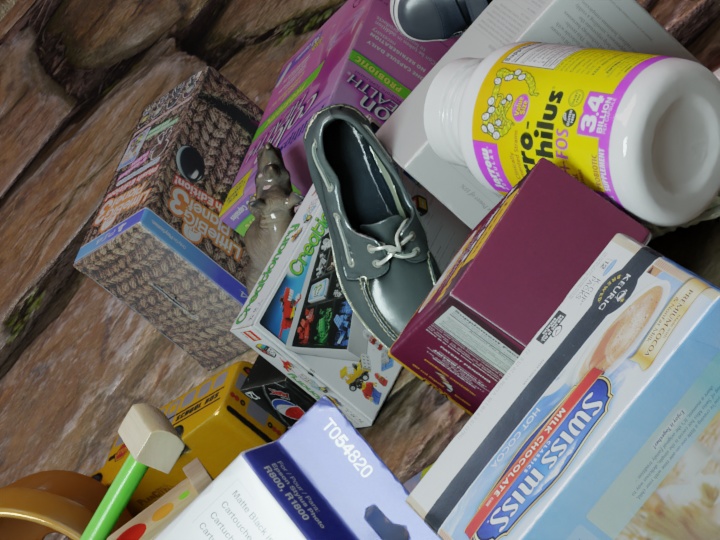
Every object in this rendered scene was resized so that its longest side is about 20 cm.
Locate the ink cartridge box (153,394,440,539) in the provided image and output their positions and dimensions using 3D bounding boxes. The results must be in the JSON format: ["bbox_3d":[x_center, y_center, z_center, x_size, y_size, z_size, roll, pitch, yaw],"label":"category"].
[{"bbox_3d":[-0.036,0.212,1.343,0.200,0.200,0.041,-45,-17,13],"label":"ink cartridge box"}]

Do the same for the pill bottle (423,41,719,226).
[{"bbox_3d":[0.133,-0.091,1.425,0.200,0.104,0.104,13,64,48],"label":"pill bottle"}]

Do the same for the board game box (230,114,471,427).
[{"bbox_3d":[0.000,0.000,1.667,0.035,0.126,0.200,-13,42,55],"label":"board game box"}]

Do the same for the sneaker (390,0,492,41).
[{"bbox_3d":[0.121,-0.240,1.814,0.200,0.079,0.079,-25,27,0],"label":"sneaker"}]

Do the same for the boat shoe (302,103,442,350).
[{"bbox_3d":[0.011,-0.025,1.604,0.073,0.200,0.062,-21,0,-2],"label":"boat shoe"}]

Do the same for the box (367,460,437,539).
[{"bbox_3d":[0.047,0.177,1.404,0.200,0.048,0.122,-37,26,26],"label":"box"}]

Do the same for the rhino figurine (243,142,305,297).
[{"bbox_3d":[-0.064,-0.021,1.782,0.060,0.200,0.088,-3,40,-1],"label":"rhino figurine"}]

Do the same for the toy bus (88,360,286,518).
[{"bbox_3d":[-0.148,0.150,1.789,0.200,0.065,0.078,-32,28,38],"label":"toy bus"}]

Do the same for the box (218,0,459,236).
[{"bbox_3d":[-0.012,-0.128,1.894,0.176,0.097,0.200,-40,23,46],"label":"box"}]

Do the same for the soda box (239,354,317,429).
[{"bbox_3d":[-0.012,0.027,1.730,0.071,0.063,0.200,-16,39,54],"label":"soda box"}]

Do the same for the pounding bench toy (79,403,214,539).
[{"bbox_3d":[-0.145,0.206,1.476,0.156,0.200,0.124,-36,21,-5],"label":"pounding bench toy"}]

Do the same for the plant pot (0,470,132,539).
[{"bbox_3d":[-0.247,0.243,1.698,0.200,0.200,0.183,-44,7,15],"label":"plant pot"}]

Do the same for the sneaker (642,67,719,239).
[{"bbox_3d":[0.200,-0.058,1.458,0.200,0.070,0.080,-39,28,25],"label":"sneaker"}]

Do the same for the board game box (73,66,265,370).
[{"bbox_3d":[-0.133,-0.046,1.944,0.097,0.159,0.200,-29,31,41],"label":"board game box"}]

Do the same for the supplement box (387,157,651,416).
[{"bbox_3d":[0.097,0.017,1.422,0.110,0.086,0.200,-55,1,-16],"label":"supplement box"}]

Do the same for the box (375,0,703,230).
[{"bbox_3d":[0.128,-0.123,1.621,0.200,0.124,0.097,-48,22,5],"label":"box"}]

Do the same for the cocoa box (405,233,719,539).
[{"bbox_3d":[0.149,0.106,1.212,0.200,0.133,0.131,-51,23,0],"label":"cocoa box"}]
